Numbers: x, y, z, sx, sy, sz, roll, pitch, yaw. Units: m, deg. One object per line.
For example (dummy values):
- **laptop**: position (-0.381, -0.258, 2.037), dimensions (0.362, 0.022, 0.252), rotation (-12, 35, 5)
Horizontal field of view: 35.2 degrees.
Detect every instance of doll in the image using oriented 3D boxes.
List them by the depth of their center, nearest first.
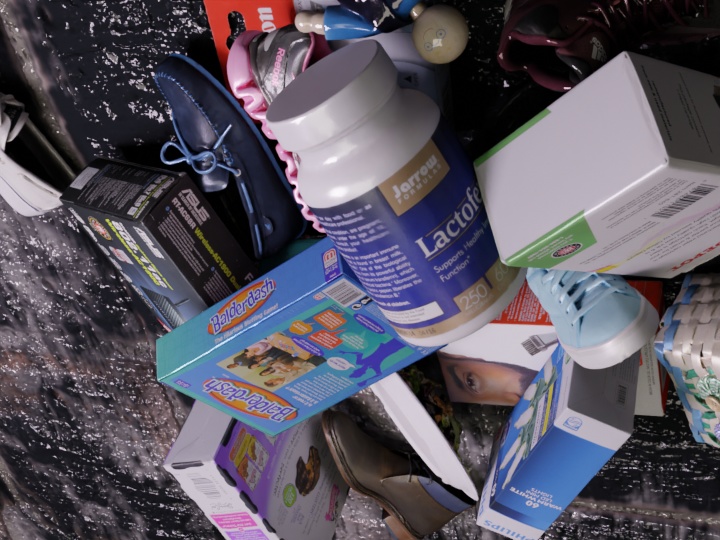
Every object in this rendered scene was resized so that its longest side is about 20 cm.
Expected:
- **doll**: position (-0.003, -0.218, 0.779), dimensions (0.200, 0.048, 0.137), rotation (44, 110, -1)

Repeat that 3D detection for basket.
- **basket**: position (0.348, 0.080, 0.894), dimensions (0.198, 0.140, 0.177), rotation (-4, 130, 39)

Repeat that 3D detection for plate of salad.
- **plate of salad**: position (0.057, 0.130, 1.078), dimensions (0.201, 0.048, 0.200), rotation (54, 172, 11)

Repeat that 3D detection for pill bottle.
- **pill bottle**: position (0.026, -0.054, 0.801), dimensions (0.115, 0.116, 0.201), rotation (-17, 121, 35)

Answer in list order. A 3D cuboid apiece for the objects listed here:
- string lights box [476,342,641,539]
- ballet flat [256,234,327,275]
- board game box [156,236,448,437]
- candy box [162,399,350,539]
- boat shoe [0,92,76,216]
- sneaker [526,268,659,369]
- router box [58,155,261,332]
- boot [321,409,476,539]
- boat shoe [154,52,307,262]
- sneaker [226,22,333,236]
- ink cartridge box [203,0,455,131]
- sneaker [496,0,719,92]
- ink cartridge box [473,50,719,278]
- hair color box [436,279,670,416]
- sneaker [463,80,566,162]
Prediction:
- **string lights box**: position (0.167, 0.140, 0.967), dimensions (0.058, 0.103, 0.201), rotation (21, 138, -3)
- **ballet flat**: position (0.000, 0.000, 1.033), dimensions (0.198, 0.077, 0.064), rotation (6, 165, 24)
- **board game box**: position (-0.049, 0.061, 0.956), dimensions (0.199, 0.045, 0.152), rotation (-30, 140, 24)
- **candy box**: position (-0.094, 0.198, 1.179), dimensions (0.071, 0.169, 0.201), rotation (-12, 127, 32)
- **boat shoe**: position (-0.333, -0.131, 1.035), dimensions (0.065, 0.072, 0.201), rotation (-14, 126, 28)
- **sneaker**: position (0.162, 0.010, 0.880), dimensions (0.074, 0.200, 0.082), rotation (-42, 107, 5)
- **router box**: position (-0.165, -0.006, 1.035), dimensions (0.149, 0.062, 0.201), rotation (14, 146, 47)
- **boot**: position (0.042, 0.207, 1.217), dimensions (0.096, 0.075, 0.201), rotation (-26, 121, 19)
- **boat shoe**: position (-0.114, -0.089, 0.964), dimensions (0.201, 0.069, 0.084), rotation (54, 160, -26)
- **sneaker**: position (-0.016, -0.104, 0.866), dimensions (0.095, 0.079, 0.201), rotation (-17, 119, 35)
- **ink cartridge box**: position (-0.030, -0.164, 0.887), dimensions (0.198, 0.048, 0.161), rotation (4, 134, 17)
- **sneaker**: position (0.181, -0.159, 0.748), dimensions (0.198, 0.116, 0.076), rotation (-8, 124, 29)
- **ink cartridge box**: position (0.202, -0.064, 0.787), dimensions (0.198, 0.085, 0.144), rotation (3, 153, -41)
- **hair color box**: position (0.170, 0.067, 1.015), dimensions (0.198, 0.064, 0.112), rotation (2, 134, 23)
- **sneaker**: position (0.130, -0.087, 0.895), dimensions (0.199, 0.072, 0.082), rotation (-34, 157, 29)
